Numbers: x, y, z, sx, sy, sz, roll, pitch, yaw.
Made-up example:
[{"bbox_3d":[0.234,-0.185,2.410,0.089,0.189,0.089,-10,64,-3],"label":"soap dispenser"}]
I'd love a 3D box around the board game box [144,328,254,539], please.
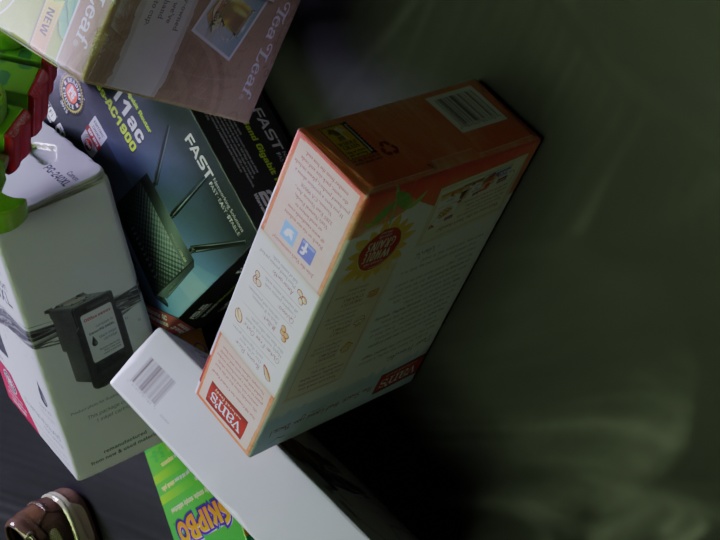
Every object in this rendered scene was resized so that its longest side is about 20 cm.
[{"bbox_3d":[-0.125,0.130,1.028,0.096,0.030,0.200,-14,93,49],"label":"board game box"}]

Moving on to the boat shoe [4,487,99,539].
[{"bbox_3d":[-0.246,0.290,1.185,0.075,0.075,0.202,-24,88,48],"label":"boat shoe"}]

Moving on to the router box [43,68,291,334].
[{"bbox_3d":[-0.123,-0.076,0.914,0.150,0.062,0.200,-41,75,46],"label":"router box"}]

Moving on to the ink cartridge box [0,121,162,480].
[{"bbox_3d":[-0.207,0.016,0.946,0.145,0.083,0.200,33,141,52],"label":"ink cartridge box"}]

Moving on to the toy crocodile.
[{"bbox_3d":[-0.216,-0.110,0.865,0.062,0.200,0.068,11,139,-5],"label":"toy crocodile"}]

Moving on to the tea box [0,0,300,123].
[{"bbox_3d":[-0.125,-0.216,0.762,0.197,0.134,0.200,31,104,32],"label":"tea box"}]

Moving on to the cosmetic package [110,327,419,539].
[{"bbox_3d":[-0.044,0.130,0.857,0.052,0.151,0.200,-48,63,-2],"label":"cosmetic package"}]

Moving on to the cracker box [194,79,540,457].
[{"bbox_3d":[0.000,0.000,0.763,0.058,0.134,0.200,46,133,24],"label":"cracker box"}]
